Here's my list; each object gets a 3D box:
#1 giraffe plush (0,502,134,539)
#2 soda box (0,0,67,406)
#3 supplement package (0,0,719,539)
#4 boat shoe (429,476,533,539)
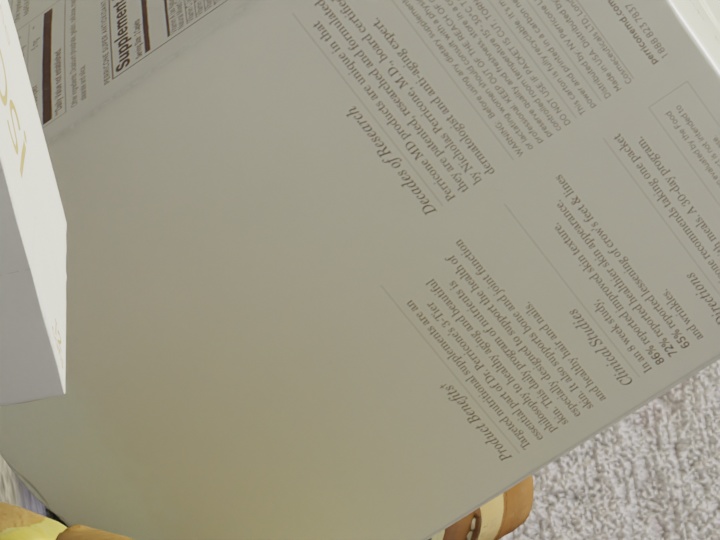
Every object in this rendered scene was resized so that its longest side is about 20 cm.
[{"bbox_3d":[-0.030,0.160,0.636,0.173,0.199,0.163,119,-8,-80],"label":"giraffe plush"},{"bbox_3d":[-0.106,-0.068,0.540,0.068,0.063,0.201,-99,178,-56],"label":"soda box"},{"bbox_3d":[-0.006,-0.034,0.742,0.152,0.200,0.151,50,15,-27],"label":"supplement package"},{"bbox_3d":[0.000,0.000,0.899,0.076,0.074,0.201,-32,-110,53],"label":"boat shoe"}]
